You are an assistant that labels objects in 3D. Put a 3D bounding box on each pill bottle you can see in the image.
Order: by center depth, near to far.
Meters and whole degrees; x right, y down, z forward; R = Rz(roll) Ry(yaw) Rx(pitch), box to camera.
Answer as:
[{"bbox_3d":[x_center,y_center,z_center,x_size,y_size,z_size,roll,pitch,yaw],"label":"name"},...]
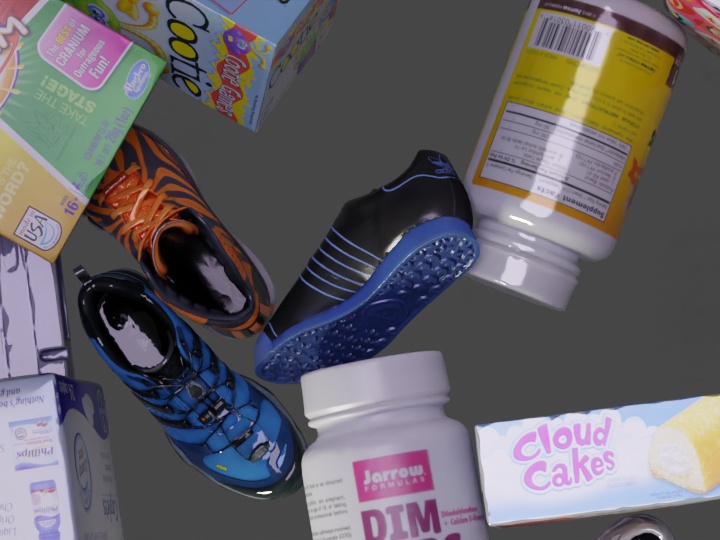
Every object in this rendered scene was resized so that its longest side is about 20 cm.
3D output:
[{"bbox_3d":[0.024,0.158,1.604,0.113,0.113,0.200,-11,84,4],"label":"pill bottle"},{"bbox_3d":[0.132,-0.080,1.617,0.109,0.109,0.200,21,88,7],"label":"pill bottle"}]

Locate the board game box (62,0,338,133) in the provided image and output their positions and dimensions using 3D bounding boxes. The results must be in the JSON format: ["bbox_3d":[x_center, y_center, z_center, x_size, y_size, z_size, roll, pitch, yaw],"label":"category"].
[{"bbox_3d":[-0.123,-0.199,1.638,0.200,0.103,0.105,30,58,7],"label":"board game box"}]

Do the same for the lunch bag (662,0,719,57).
[{"bbox_3d":[0.255,-0.164,1.569,0.176,0.200,0.082,33,93,7],"label":"lunch bag"}]

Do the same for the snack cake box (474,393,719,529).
[{"bbox_3d":[0.177,0.121,1.593,0.200,0.115,0.067,-8,84,4],"label":"snack cake box"}]

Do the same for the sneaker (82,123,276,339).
[{"bbox_3d":[-0.134,-0.038,1.637,0.200,0.112,0.078,42,90,7],"label":"sneaker"}]

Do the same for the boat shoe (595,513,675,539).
[{"bbox_3d":[0.130,0.239,1.612,0.074,0.065,0.200,35,89,7],"label":"boat shoe"}]

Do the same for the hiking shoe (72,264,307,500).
[{"bbox_3d":[-0.118,0.079,1.637,0.200,0.087,0.074,42,92,8],"label":"hiking shoe"}]

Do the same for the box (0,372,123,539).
[{"bbox_3d":[-0.214,0.173,1.591,0.105,0.184,0.200,-9,85,3],"label":"box"}]

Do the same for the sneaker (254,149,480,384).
[{"bbox_3d":[0.000,0.000,1.625,0.200,0.070,0.078,-37,49,33],"label":"sneaker"}]

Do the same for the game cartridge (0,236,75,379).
[{"bbox_3d":[-0.269,-0.015,1.688,0.129,0.038,0.201,-8,84,9],"label":"game cartridge"}]

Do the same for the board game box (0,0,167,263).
[{"bbox_3d":[-0.247,-0.119,1.591,0.200,0.040,0.153,29,91,-10],"label":"board game box"}]
